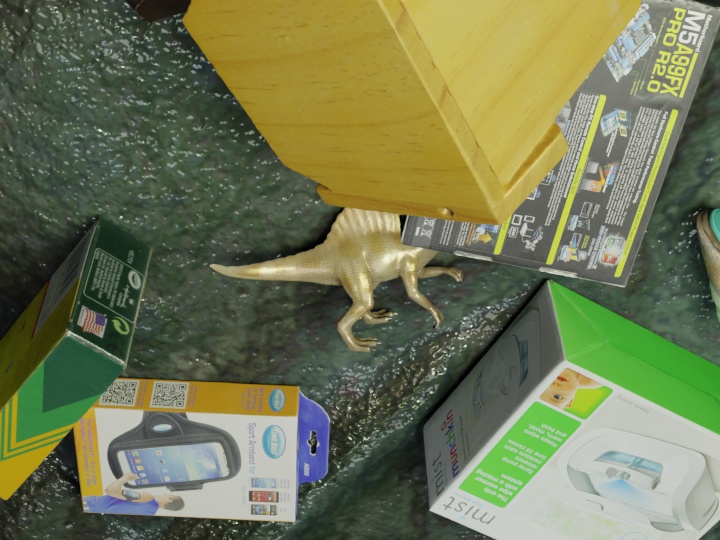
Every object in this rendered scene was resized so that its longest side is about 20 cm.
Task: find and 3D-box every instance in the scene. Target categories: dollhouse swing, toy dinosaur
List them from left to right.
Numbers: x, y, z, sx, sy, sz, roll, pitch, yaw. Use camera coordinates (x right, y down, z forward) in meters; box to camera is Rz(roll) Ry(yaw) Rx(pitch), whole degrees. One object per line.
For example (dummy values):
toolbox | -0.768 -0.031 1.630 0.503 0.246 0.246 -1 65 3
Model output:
toy dinosaur | 0.000 0.000 0.970 0.198 0.058 0.102 -13 112 1
dollhouse swing | 0.036 -0.158 0.758 0.180 0.177 0.200 9 151 35

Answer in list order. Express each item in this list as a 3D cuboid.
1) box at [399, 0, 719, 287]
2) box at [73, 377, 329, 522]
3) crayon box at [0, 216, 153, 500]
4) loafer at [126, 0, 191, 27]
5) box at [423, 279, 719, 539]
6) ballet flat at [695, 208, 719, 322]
box | 0.122 -0.097 0.871 0.158 0.044 0.202 10 119 -7
box | -0.124 0.144 1.081 0.198 0.042 0.120 4 128 1
crayon box | -0.227 0.072 0.974 0.051 0.128 0.200 32 123 -22
loafer | -0.056 -0.187 0.812 0.198 0.073 0.072 -1 134 13
box | 0.175 0.131 1.033 0.199 0.097 0.177 26 122 -19
ballet flat | 0.297 0.029 0.970 0.199 0.068 0.067 31 130 -19
